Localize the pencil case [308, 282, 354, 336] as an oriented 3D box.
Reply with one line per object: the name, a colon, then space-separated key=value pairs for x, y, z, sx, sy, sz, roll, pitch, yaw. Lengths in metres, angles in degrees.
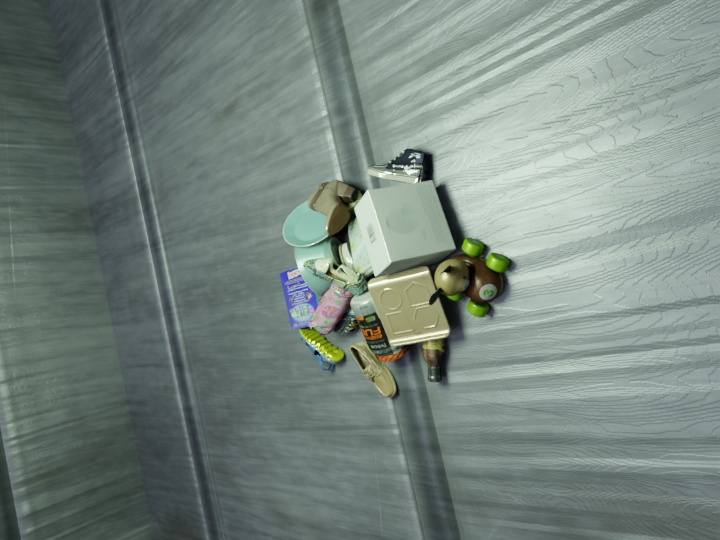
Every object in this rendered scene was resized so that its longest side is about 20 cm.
pencil case: x=-0.088 y=0.110 z=1.715 sx=0.088 sy=0.087 sz=0.201 roll=53 pitch=130 yaw=23

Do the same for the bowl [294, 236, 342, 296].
bowl: x=-0.107 y=-0.031 z=1.742 sx=0.104 sy=0.200 sz=0.203 roll=-23 pitch=80 yaw=22

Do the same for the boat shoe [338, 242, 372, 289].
boat shoe: x=0.000 y=0.000 z=1.716 sx=0.068 sy=0.074 sz=0.202 roll=-28 pitch=81 yaw=29

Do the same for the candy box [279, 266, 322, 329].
candy box: x=-0.177 y=0.084 z=1.883 sx=0.168 sy=0.077 sz=0.203 roll=-15 pitch=87 yaw=44

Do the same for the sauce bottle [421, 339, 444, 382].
sauce bottle: x=0.202 y=0.208 z=1.560 sx=0.065 sy=0.066 sz=0.203 roll=3 pitch=100 yaw=42

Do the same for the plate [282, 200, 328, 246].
plate: x=-0.146 y=-0.145 z=1.721 sx=0.199 sy=0.201 sz=0.026 roll=20 pitch=154 yaw=39

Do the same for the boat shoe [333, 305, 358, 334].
boat shoe: x=-0.022 y=0.155 z=1.760 sx=0.199 sy=0.070 sz=0.092 roll=1 pitch=98 yaw=50

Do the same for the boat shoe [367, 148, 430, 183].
boat shoe: x=0.111 y=-0.298 z=1.571 sx=0.198 sy=0.074 sz=0.094 roll=16 pitch=101 yaw=32

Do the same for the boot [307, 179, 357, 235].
boot: x=-0.099 y=-0.190 z=1.674 sx=0.145 sy=0.201 sz=0.071 roll=10 pitch=144 yaw=34

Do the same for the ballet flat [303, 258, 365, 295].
ballet flat: x=-0.072 y=0.001 z=1.616 sx=0.198 sy=0.074 sz=0.075 roll=23 pitch=114 yaw=8

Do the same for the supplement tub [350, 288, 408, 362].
supplement tub: x=0.060 y=0.155 z=1.622 sx=0.122 sy=0.122 sz=0.202 roll=-12 pitch=107 yaw=43

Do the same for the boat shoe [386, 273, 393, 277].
boat shoe: x=0.109 y=0.059 z=1.568 sx=0.072 sy=0.059 sz=0.201 roll=42 pitch=158 yaw=55

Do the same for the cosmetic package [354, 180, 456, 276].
cosmetic package: x=0.115 y=-0.112 z=1.475 sx=0.123 sy=0.198 sz=0.202 roll=135 pitch=120 yaw=-64

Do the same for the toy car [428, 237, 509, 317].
toy car: x=0.249 y=0.026 z=1.396 sx=0.157 sy=0.199 sz=0.166 roll=36 pitch=119 yaw=33

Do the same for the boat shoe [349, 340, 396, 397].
boat shoe: x=0.035 y=0.310 z=1.728 sx=0.201 sy=0.064 sz=0.072 roll=52 pitch=127 yaw=24

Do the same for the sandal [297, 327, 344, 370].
sandal: x=-0.143 y=0.266 z=1.882 sx=0.200 sy=0.079 sz=0.088 roll=40 pitch=125 yaw=33

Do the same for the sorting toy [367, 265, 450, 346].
sorting toy: x=0.132 y=0.098 z=1.508 sx=0.183 sy=0.036 sz=0.202 roll=-14 pitch=104 yaw=26

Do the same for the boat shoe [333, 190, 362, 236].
boat shoe: x=-0.056 y=-0.177 z=1.748 sx=0.199 sy=0.071 sz=0.077 roll=-34 pitch=58 yaw=33

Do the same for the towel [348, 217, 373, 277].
towel: x=0.036 y=-0.094 z=1.635 sx=0.170 sy=0.048 sz=0.202 roll=-31 pitch=57 yaw=37
